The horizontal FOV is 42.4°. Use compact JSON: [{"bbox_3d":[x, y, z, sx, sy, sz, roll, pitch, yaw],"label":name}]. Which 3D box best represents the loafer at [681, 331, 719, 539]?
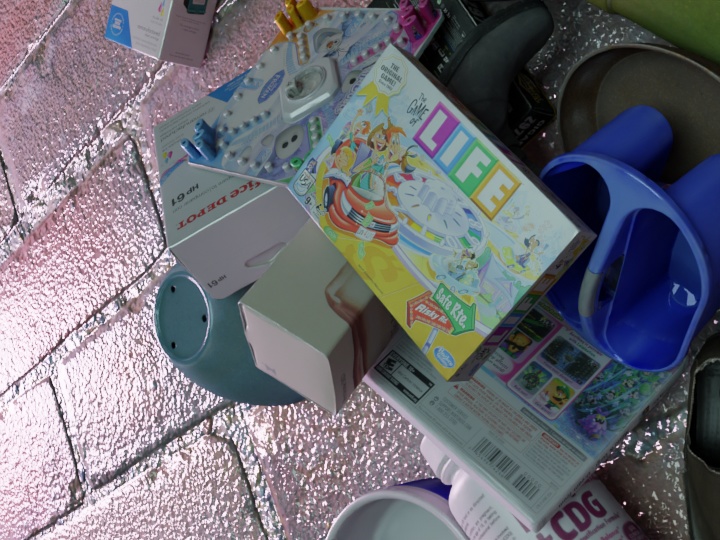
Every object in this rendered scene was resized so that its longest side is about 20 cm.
[{"bbox_3d":[0.261,0.147,0.673,0.072,0.070,0.204,-7,86,39],"label":"loafer"}]

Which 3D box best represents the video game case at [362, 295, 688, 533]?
[{"bbox_3d":[0.125,0.077,0.742,0.182,0.024,0.199,-41,55,-17],"label":"video game case"}]

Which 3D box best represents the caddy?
[{"bbox_3d":[0.188,-0.013,0.652,0.141,0.105,0.201,38,156,28],"label":"caddy"}]

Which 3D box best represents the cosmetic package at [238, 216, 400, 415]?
[{"bbox_3d":[0.000,0.000,0.749,0.087,0.201,0.104,29,153,20],"label":"cosmetic package"}]

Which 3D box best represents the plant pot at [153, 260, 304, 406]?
[{"bbox_3d":[-0.134,0.046,0.962,0.198,0.134,0.204,1,92,39],"label":"plant pot"}]

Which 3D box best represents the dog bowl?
[{"bbox_3d":[0.059,0.294,0.839,0.198,0.078,0.204,0,90,40],"label":"dog bowl"}]

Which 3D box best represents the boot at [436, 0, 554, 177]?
[{"bbox_3d":[0.107,-0.107,0.716,0.200,0.070,0.132,-43,67,-3],"label":"boot"}]

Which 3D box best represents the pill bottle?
[{"bbox_3d":[0.142,0.195,0.745,0.201,0.113,0.114,51,120,27],"label":"pill bottle"}]

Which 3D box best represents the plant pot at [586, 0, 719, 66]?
[{"bbox_3d":[0.259,-0.213,0.617,0.190,0.199,0.201,44,118,15],"label":"plant pot"}]

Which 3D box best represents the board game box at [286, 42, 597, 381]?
[{"bbox_3d":[0.048,-0.043,0.649,0.135,0.034,0.200,-51,62,20],"label":"board game box"}]

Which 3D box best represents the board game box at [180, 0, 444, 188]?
[{"bbox_3d":[-0.049,-0.167,0.828,0.198,0.026,0.201,16,66,44],"label":"board game box"}]

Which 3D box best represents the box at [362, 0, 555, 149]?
[{"bbox_3d":[0.063,-0.168,0.850,0.160,0.049,0.202,-45,64,34],"label":"box"}]

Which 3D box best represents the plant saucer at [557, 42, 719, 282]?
[{"bbox_3d":[0.227,-0.078,0.661,0.200,0.034,0.201,44,159,21],"label":"plant saucer"}]

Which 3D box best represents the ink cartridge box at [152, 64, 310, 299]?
[{"bbox_3d":[-0.114,-0.091,0.898,0.143,0.085,0.201,-29,44,8],"label":"ink cartridge box"}]

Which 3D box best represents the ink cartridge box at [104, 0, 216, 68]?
[{"bbox_3d":[-0.218,-0.350,1.071,0.115,0.067,0.203,26,106,36],"label":"ink cartridge box"}]
